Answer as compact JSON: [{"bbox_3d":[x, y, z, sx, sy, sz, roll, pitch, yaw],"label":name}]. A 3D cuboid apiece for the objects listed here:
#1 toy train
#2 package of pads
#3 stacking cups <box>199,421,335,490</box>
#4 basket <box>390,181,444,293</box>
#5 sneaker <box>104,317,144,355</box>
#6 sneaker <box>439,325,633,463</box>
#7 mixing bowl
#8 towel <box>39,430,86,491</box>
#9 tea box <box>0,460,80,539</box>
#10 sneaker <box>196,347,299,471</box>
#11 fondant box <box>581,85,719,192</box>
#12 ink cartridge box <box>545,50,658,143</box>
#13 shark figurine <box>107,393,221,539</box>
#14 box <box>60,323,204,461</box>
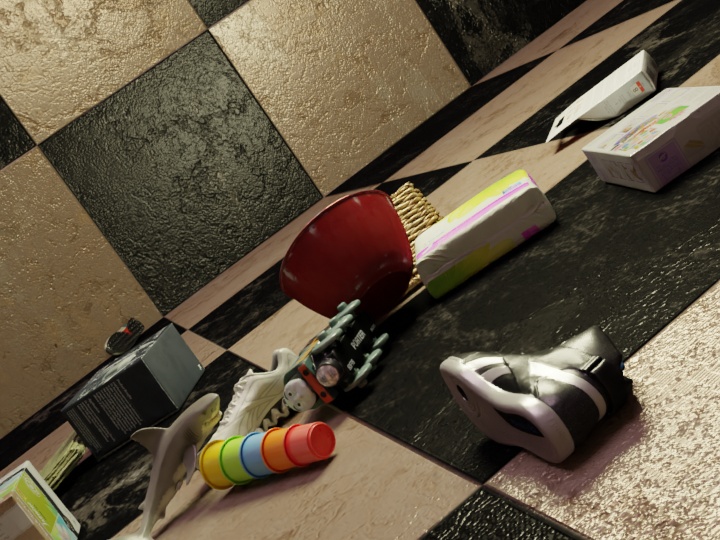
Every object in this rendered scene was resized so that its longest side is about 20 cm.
[{"bbox_3d":[-0.034,0.112,1.325,0.114,0.085,0.200,-40,5,21],"label":"toy train"},{"bbox_3d":[0.167,-0.056,1.463,0.199,0.068,0.155,-33,10,10],"label":"package of pads"},{"bbox_3d":[-0.106,0.210,1.186,0.199,0.061,0.060,-19,18,47],"label":"stacking cups"},{"bbox_3d":[0.053,-0.006,1.636,0.200,0.149,0.143,-37,-23,-11],"label":"basket"},{"bbox_3d":[-0.737,0.225,3.235,0.094,0.070,0.200,-50,5,26],"label":"sneaker"},{"bbox_3d":[0.151,0.089,0.861,0.112,0.073,0.200,-34,18,-13],"label":"sneaker"},{"bbox_3d":[0.000,0.000,1.446,0.199,0.108,0.201,-32,-29,-20],"label":"mixing bowl"},{"bbox_3d":[-0.557,0.367,1.940,0.149,0.036,0.200,-50,12,-6],"label":"towel"},{"bbox_3d":[-0.509,0.391,1.444,0.199,0.134,0.197,-37,10,-8],"label":"tea box"},{"bbox_3d":[-0.145,0.182,1.369,0.200,0.081,0.075,-41,13,-24],"label":"sneaker"},{"bbox_3d":[0.376,-0.167,1.316,0.144,0.058,0.200,-35,9,1],"label":"fondant box"},{"bbox_3d":[0.416,-0.284,1.804,0.200,0.050,0.162,-40,7,28],"label":"ink cartridge box"},{"bbox_3d":[-0.250,0.240,1.286,0.216,0.089,0.128,-63,9,-14],"label":"shark figurine"},{"bbox_3d":[-0.422,0.225,1.975,0.196,0.124,0.200,-31,11,13],"label":"box"}]
